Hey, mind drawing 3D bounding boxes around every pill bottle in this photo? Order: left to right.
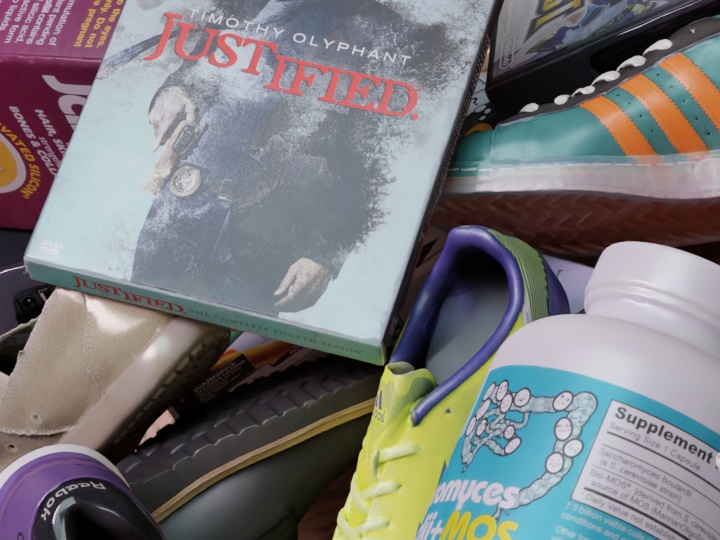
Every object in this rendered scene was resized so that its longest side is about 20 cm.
[{"bbox_3d":[0.079,0.093,1.011,0.111,0.111,0.200,13,68,31],"label":"pill bottle"}]

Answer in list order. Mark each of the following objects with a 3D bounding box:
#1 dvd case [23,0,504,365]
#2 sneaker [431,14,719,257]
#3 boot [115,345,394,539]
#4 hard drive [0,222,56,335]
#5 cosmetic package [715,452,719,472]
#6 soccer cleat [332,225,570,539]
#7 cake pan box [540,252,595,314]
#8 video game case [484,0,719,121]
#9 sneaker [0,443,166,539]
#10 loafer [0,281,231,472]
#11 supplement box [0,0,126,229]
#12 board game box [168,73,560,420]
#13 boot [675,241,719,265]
[{"bbox_3d":[-0.030,-0.069,1.131,0.146,0.022,0.200,14,63,12],"label":"dvd case"},{"bbox_3d":[0.119,-0.056,1.151,0.200,0.071,0.080,-4,68,0],"label":"sneaker"},{"bbox_3d":[-0.044,0.126,1.125,0.200,0.138,0.077,-27,10,-13],"label":"boot"},{"bbox_3d":[-0.086,-0.053,1.334,0.200,0.042,0.135,-21,46,5],"label":"hard drive"},{"bbox_3d":[0.229,0.039,0.977,0.200,0.085,0.108,-43,41,-16],"label":"cosmetic package"},{"bbox_3d":[0.017,0.075,1.068,0.065,0.084,0.200,13,70,32],"label":"soccer cleat"},{"bbox_3d":[0.099,0.102,1.095,0.184,0.052,0.200,13,68,34],"label":"cake pan box"},{"bbox_3d":[0.144,-0.152,1.271,0.181,0.026,0.200,-22,27,19],"label":"video game case"},{"bbox_3d":[-0.069,0.159,1.034,0.076,0.200,0.088,-34,15,-13],"label":"sneaker"},{"bbox_3d":[-0.125,0.055,1.179,0.068,0.200,0.076,52,40,7],"label":"loafer"},{"bbox_3d":[-0.129,-0.090,1.267,0.200,0.131,0.103,5,55,27],"label":"supplement box"},{"bbox_3d":[0.000,0.000,1.229,0.200,0.035,0.126,-35,28,-6],"label":"board game box"},{"bbox_3d":[0.180,-0.044,1.196,0.188,0.069,0.200,-13,48,12],"label":"boot"}]
